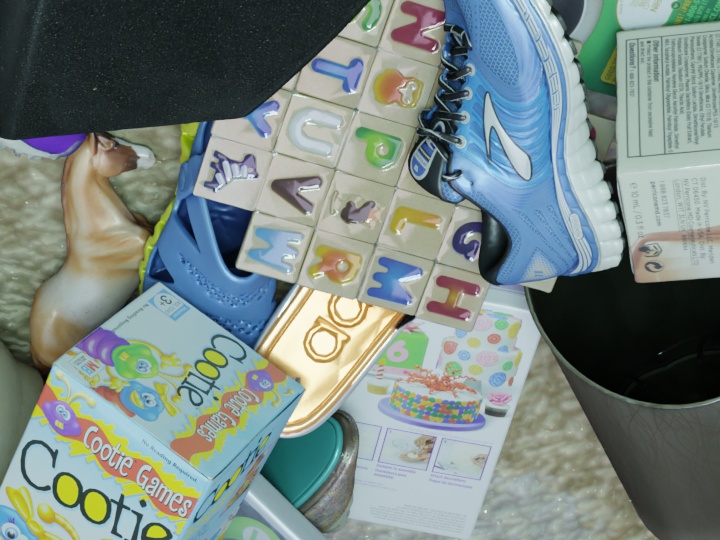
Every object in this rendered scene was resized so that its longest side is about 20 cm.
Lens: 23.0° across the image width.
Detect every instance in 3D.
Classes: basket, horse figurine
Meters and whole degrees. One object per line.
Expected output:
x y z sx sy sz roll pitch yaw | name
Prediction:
0.187 0.063 1.002 0.136 0.180 0.200 -27 136 0 | basket
-0.143 0.016 1.049 0.132 0.050 0.200 21 126 -22 | horse figurine

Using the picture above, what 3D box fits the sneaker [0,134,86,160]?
-0.189 -0.150 0.881 0.099 0.070 0.200 -34 104 18 | sneaker

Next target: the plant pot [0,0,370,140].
-0.101 -0.169 0.753 0.200 0.200 0.177 -10 143 -35 | plant pot

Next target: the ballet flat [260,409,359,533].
-0.049 0.145 1.077 0.067 0.068 0.200 21 137 -35 | ballet flat

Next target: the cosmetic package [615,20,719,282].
0.227 -0.063 0.857 0.200 0.103 0.087 -4 139 14 | cosmetic package

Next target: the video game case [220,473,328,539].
-0.119 0.165 1.059 0.200 0.023 0.182 44 126 3 | video game case

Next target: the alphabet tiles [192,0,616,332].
0.024 -0.058 0.902 0.200 0.006 0.167 15 110 -14 | alphabet tiles

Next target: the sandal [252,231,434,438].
0.007 0.005 0.958 0.079 0.059 0.207 31 90 -4 | sandal

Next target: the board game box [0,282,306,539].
-0.130 0.125 0.967 0.103 0.105 0.200 36 125 9 | board game box

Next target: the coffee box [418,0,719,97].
0.106 -0.156 0.888 0.200 0.044 0.123 14 131 -8 | coffee box

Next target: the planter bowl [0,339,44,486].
-0.268 0.098 1.045 0.135 0.200 0.200 17 130 -26 | planter bowl

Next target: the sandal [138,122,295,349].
-0.075 -0.013 0.964 0.079 0.087 0.200 1 118 -15 | sandal

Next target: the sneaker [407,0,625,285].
0.062 -0.075 0.855 0.089 0.079 0.200 -21 114 -1 | sneaker

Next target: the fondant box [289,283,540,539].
0.019 0.068 1.073 0.144 0.058 0.200 11 131 -4 | fondant box
